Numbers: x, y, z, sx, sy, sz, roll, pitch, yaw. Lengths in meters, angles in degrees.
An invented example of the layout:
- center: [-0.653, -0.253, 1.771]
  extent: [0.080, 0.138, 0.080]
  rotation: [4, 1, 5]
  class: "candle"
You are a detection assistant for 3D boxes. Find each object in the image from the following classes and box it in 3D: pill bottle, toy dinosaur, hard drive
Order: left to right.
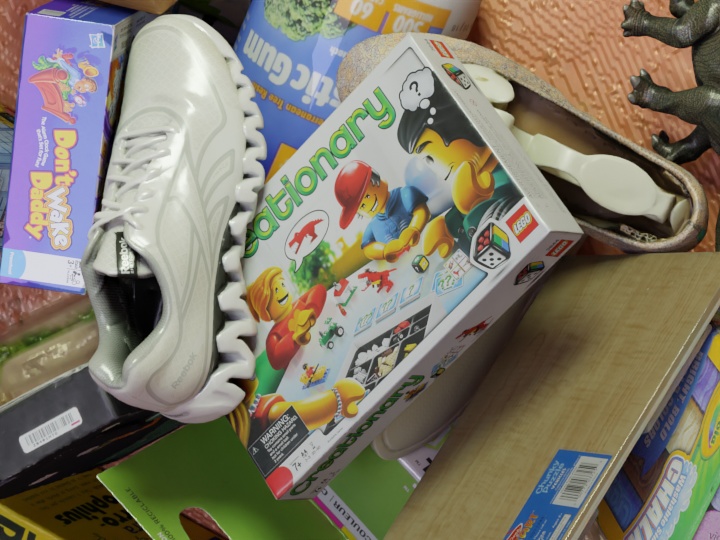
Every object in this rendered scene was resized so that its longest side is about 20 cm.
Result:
- center: [-0.137, 0.077, 1.336]
  extent: [0.140, 0.200, 0.038]
  rotation: [-29, 83, 26]
  class: "hard drive"
- center: [-0.022, -0.081, 1.309]
  extent: [0.112, 0.112, 0.200]
  rotation: [29, 108, 19]
  class: "pill bottle"
- center: [0.188, -0.093, 1.231]
  extent: [0.102, 0.077, 0.200]
  rotation: [9, 97, 37]
  class: "toy dinosaur"

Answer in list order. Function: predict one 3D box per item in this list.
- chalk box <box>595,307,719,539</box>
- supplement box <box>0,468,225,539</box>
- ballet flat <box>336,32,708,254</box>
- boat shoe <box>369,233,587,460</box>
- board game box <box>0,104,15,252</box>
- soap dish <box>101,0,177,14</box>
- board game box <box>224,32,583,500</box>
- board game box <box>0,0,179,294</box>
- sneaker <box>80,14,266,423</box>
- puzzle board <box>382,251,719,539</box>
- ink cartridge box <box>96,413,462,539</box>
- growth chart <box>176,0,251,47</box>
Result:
- center: [0.196, 0.103, 1.169]
  extent: [0.124, 0.200, 0.124]
  rotation: [19, 109, -17]
  class: "chalk box"
- center: [-0.181, 0.176, 1.419]
  extent: [0.200, 0.109, 0.109]
  rotation: [26, 107, 19]
  class: "supplement box"
- center: [0.083, -0.063, 1.216]
  extent: [0.200, 0.067, 0.068]
  rotation: [22, 95, -4]
  class: "ballet flat"
- center: [0.050, 0.008, 1.266]
  extent: [0.060, 0.074, 0.200]
  rotation: [27, 68, 26]
  class: "boat shoe"
- center: [-0.287, -0.071, 1.374]
  extent: [0.200, 0.200, 0.062]
  rotation: [32, 111, 23]
  class: "board game box"
- center: [-0.106, -0.216, 1.281]
  extent: [0.157, 0.200, 0.081]
  rotation: [17, 138, 36]
  class: "soap dish"
- center: [0.000, 0.000, 1.196]
  extent: [0.200, 0.035, 0.126]
  rotation: [-46, 63, 24]
  class: "board game box"
- center: [-0.138, -0.076, 1.295]
  extent: [0.045, 0.200, 0.135]
  rotation: [9, 103, 3]
  class: "board game box"
- center: [-0.094, -0.029, 1.197]
  extent: [0.075, 0.081, 0.200]
  rotation: [-9, 78, 38]
  class: "sneaker"
- center: [0.092, 0.075, 1.185]
  extent: [0.017, 0.151, 0.200]
  rotation: [40, 71, -22]
  class: "puzzle board"
- center: [-0.010, 0.098, 1.273]
  extent: [0.148, 0.200, 0.076]
  rotation: [47, 132, 12]
  class: "ink cartridge box"
- center: [-0.103, -0.080, 1.400]
  extent: [0.145, 0.018, 0.200]
  rotation: [15, 104, 22]
  class: "growth chart"
